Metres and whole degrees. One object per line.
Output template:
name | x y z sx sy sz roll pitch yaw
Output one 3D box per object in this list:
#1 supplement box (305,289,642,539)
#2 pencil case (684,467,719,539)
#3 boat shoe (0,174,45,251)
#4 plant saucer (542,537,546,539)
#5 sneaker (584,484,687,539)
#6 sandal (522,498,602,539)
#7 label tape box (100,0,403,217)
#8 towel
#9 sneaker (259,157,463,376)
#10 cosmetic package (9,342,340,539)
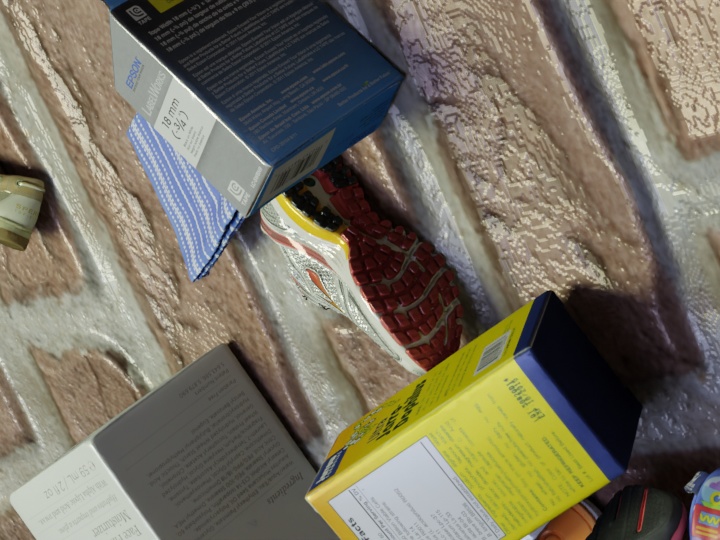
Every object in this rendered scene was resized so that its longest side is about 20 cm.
supplement box | 0.079 0.124 1.481 0.200 0.110 0.109 -35 99 22
pencil case | 0.306 0.172 1.387 0.199 0.087 0.078 5 162 43
boat shoe | -0.353 -0.077 1.872 0.200 0.073 0.063 22 87 37
plant saucer | 0.138 0.267 1.650 0.199 0.032 0.201 23 130 31
sneaker | 0.189 0.219 1.501 0.086 0.074 0.200 27 138 -5
sandal | 0.085 0.170 1.590 0.206 0.059 0.080 30 100 27
label tape box | -0.092 -0.152 1.498 0.200 0.144 0.063 44 141 13
towel | -0.123 -0.095 1.618 0.145 0.024 0.200 64 150 17
sneaker | 0.000 0.000 1.575 0.200 0.078 0.082 51 145 19
cosmetic package | -0.145 0.202 1.774 0.201 0.165 0.165 55 141 0
